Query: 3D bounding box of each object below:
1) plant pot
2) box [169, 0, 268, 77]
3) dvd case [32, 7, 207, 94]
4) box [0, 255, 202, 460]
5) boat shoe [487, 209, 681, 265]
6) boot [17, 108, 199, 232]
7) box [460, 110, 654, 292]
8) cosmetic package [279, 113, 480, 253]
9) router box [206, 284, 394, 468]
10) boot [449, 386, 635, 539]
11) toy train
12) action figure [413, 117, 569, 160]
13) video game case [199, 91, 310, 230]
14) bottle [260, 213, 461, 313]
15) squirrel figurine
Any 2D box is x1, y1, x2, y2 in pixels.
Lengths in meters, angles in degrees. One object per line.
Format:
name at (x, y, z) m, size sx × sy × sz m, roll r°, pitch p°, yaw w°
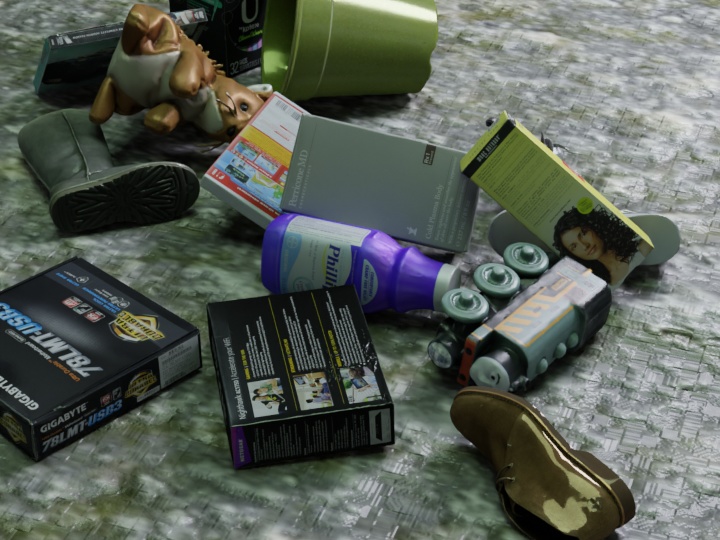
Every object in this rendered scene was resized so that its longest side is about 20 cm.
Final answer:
plant pot at (-0.010, -0.288, 2.053) m, size 0.188 × 0.202 × 0.201 m, roll 5°, pitch 30°, yaw -16°
box at (-0.156, -0.376, 2.149) m, size 0.148 × 0.202 × 0.124 m, roll -26°, pitch 40°, yaw -36°
dvd case at (-0.296, -0.269, 2.061) m, size 0.198 × 0.146 × 0.022 m, roll -15°, pitch 79°, yaw -22°
box at (-0.285, 0.076, 1.587) m, size 0.198 × 0.050 × 0.199 m, roll -27°, pitch 40°, yaw -36°
boat shoe at (0.232, -0.037, 1.757) m, size 0.198 × 0.072 × 0.070 m, roll -2°, pitch 5°, yaw 5°
boot at (-0.285, -0.120, 1.885) m, size 0.180 × 0.073 × 0.200 m, roll -7°, pitch 26°, yaw -14°
box at (0.196, -0.066, 1.679) m, size 0.200 × 0.075 × 0.050 m, roll 39°, pitch 14°, yaw -8°
cosmetic package at (0.021, -0.090, 1.737) m, size 0.198 × 0.108 × 0.090 m, roll 12°, pitch 1°, yaw -4°
router box at (-0.059, 0.093, 1.554) m, size 0.148 × 0.051 × 0.201 m, roll -7°, pitch 33°, yaw -8°
boot at (0.136, 0.167, 1.430) m, size 0.075 × 0.074 × 0.199 m, roll -32°, pitch 46°, yaw -26°
toy train at (0.152, 0.048, 1.604) m, size 0.113 × 0.086 × 0.200 m, roll 31°, pitch 43°, yaw 25°
action figure at (0.132, -0.116, 1.827) m, size 0.198 × 0.131 × 0.070 m, roll -10°, pitch 58°, yaw -6°
video game case at (-0.075, -0.109, 1.839) m, size 0.142 × 0.017 × 0.200 m, roll 34°, pitch 39°, yaw 0°
bottle at (0.000, 0.000, 1.671) m, size 0.198 × 0.084 × 0.065 m, roll 13°, pitch 24°, yaw 18°
squirrel figurine at (-0.195, -0.216, 1.939) m, size 0.185 × 0.143 × 0.200 m, roll 23°, pitch 17°, yaw -8°
